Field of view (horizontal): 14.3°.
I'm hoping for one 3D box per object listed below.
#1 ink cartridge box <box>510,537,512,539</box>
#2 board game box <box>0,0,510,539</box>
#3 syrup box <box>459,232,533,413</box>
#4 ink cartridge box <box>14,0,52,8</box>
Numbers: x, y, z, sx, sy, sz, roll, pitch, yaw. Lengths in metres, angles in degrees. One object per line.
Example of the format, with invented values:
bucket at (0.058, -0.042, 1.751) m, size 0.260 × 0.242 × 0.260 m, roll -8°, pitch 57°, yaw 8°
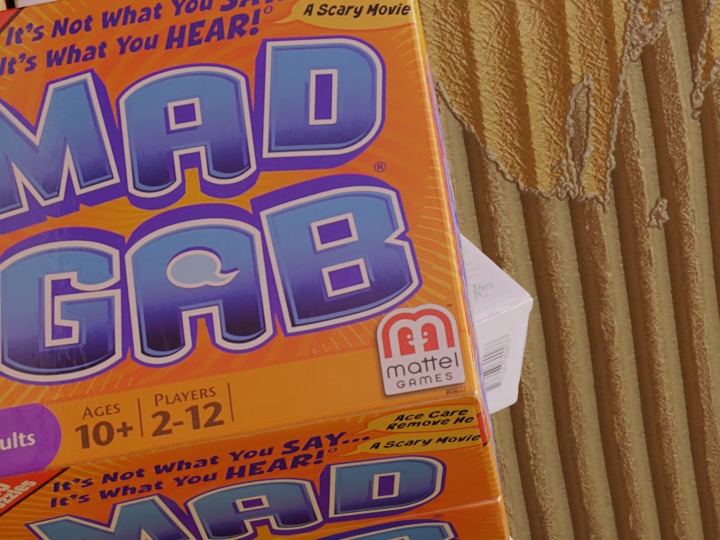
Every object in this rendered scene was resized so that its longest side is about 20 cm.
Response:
ink cartridge box at (-0.023, 0.192, 1.511) m, size 0.115 × 0.200 × 0.068 m, roll 27°, pitch 14°, yaw -41°
board game box at (-0.055, 0.018, 1.162) m, size 0.200 × 0.198 × 0.201 m, roll 74°, pitch 6°, yaw -63°
syrup box at (0.000, 0.000, 1.582) m, size 0.200 × 0.081 × 0.079 m, roll 44°, pitch -37°, yaw 36°
ink cartridge box at (-0.144, -0.219, 1.474) m, size 0.146 × 0.084 × 0.201 m, roll -69°, pitch 148°, yaw -85°
